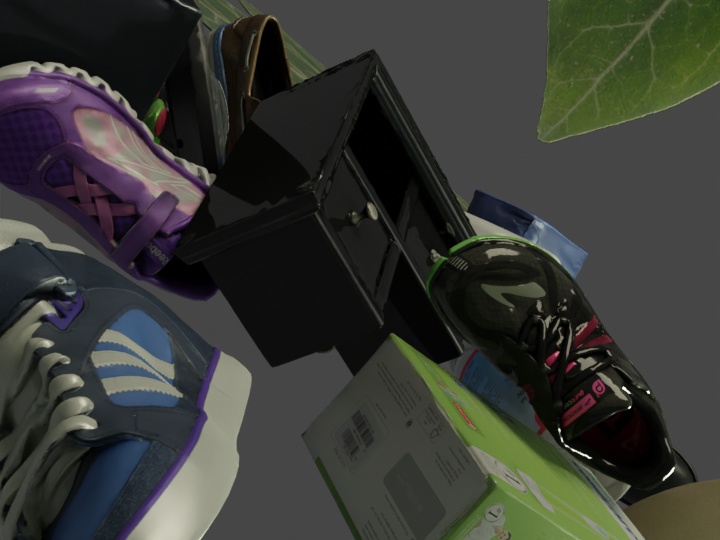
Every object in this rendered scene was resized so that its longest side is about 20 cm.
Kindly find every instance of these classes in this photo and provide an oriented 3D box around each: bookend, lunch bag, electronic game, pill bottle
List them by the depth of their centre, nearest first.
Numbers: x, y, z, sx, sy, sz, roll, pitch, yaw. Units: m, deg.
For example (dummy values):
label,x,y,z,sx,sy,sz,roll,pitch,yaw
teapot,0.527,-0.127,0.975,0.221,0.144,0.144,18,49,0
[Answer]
label,x,y,z,sx,sy,sz,roll,pitch,yaw
bookend,0.000,0.000,0.794,0.199,0.092,0.200,59,24,-22
electronic game,-0.114,-0.109,0.904,0.200,0.041,0.201,171,-90,-82
pill bottle,0.145,0.107,1.076,0.109,0.109,0.200,34,12,-36
lunch bag,0.214,-0.009,1.800,0.136,0.133,0.200,29,0,43

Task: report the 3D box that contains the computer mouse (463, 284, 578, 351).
label,x,y,z,sx,sy,sz,roll,pitch,yaw
computer mouse,0.078,0.044,1.050,0.199,0.044,0.110,4,38,11

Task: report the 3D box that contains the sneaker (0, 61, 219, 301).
label,x,y,z,sx,sy,sz,roll,pitch,yaw
sneaker,-0.139,-0.042,0.734,0.200,0.080,0.089,34,20,-43

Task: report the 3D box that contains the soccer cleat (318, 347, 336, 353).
label,x,y,z,sx,sy,sz,roll,pitch,yaw
soccer cleat,-0.016,0.035,0.933,0.200,0.069,0.078,40,36,-49

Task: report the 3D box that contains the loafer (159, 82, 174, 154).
label,x,y,z,sx,sy,sz,roll,pitch,yaw
loafer,-0.109,-0.104,1.121,0.200,0.070,0.068,31,14,-47

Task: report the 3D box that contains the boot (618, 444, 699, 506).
label,x,y,z,sx,sy,sz,roll,pitch,yaw
boot,0.228,0.164,1.235,0.200,0.077,0.168,38,4,21

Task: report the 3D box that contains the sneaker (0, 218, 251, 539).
label,x,y,z,sx,sy,sz,roll,pitch,yaw
sneaker,-0.118,0.045,0.446,0.146,0.081,0.200,32,14,-7

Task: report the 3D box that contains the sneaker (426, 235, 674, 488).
label,x,y,z,sx,sy,sz,roll,pitch,yaw
sneaker,0.122,0.054,0.760,0.200,0.077,0.084,41,7,-17

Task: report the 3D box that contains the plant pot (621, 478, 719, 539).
label,x,y,z,sx,sy,sz,roll,pitch,yaw
plant pot,0.274,0.234,0.954,0.200,0.135,0.200,40,11,-9

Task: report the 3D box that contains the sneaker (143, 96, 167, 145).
label,x,y,z,sx,sy,sz,roll,pitch,yaw
sneaker,-0.184,-0.110,0.913,0.083,0.077,0.200,8,25,-17

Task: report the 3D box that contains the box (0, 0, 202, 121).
label,x,y,z,sx,sy,sz,roll,pitch,yaw
box,-0.230,-0.183,0.777,0.196,0.118,0.200,21,20,-37

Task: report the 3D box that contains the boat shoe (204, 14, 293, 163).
label,x,y,z,sx,sy,sz,roll,pitch,yaw
boat shoe,-0.079,-0.114,1.049,0.072,0.072,0.201,-6,79,-51

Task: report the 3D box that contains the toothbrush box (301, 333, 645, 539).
label,x,y,z,sx,sy,sz,roll,pitch,yaw
toothbrush box,0.081,0.145,0.728,0.200,0.086,0.146,34,11,-34

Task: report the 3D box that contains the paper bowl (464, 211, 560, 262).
label,x,y,z,sx,sy,sz,roll,pitch,yaw
paper bowl,0.118,0.007,1.273,0.200,0.105,0.201,25,3,-1
